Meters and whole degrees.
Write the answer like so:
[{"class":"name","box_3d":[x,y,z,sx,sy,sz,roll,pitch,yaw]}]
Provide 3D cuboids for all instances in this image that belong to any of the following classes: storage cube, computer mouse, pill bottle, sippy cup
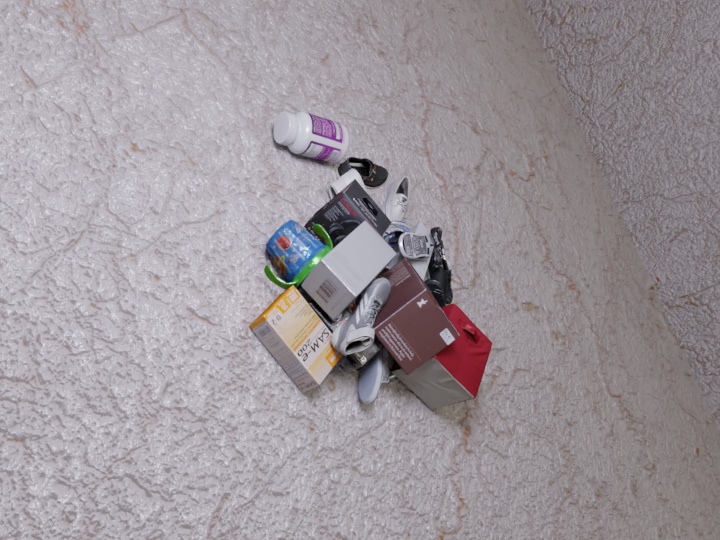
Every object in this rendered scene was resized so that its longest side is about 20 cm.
[{"class":"storage cube","box_3d":[0.216,0.229,1.588,0.171,0.198,0.182,43,50,-17]},{"class":"computer mouse","box_3d":[0.160,-0.068,1.652,0.197,0.043,0.113,0,81,-45]},{"class":"pill bottle","box_3d":[-0.137,-0.370,1.654,0.197,0.111,0.115,7,62,-41]},{"class":"sippy cup","box_3d":[-0.154,-0.044,1.450,0.131,0.140,0.178,46,17,2]}]

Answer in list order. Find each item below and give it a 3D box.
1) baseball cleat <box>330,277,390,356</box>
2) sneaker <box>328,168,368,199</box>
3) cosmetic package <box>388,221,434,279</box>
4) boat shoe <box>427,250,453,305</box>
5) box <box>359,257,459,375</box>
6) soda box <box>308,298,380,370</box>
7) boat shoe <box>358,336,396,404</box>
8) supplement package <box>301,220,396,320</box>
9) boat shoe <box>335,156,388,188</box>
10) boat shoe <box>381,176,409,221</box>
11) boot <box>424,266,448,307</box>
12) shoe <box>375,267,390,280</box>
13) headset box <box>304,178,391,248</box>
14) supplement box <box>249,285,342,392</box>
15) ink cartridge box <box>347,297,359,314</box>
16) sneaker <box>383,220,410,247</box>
[{"class":"baseball cleat","box_3d":[0.019,0.112,1.376,0.201,0.106,0.070,-52,128,-6]},{"class":"sneaker","box_3d":[-0.018,-0.169,1.695,0.115,0.073,0.203,-35,99,-31]},{"class":"cosmetic package","box_3d":[0.138,-0.030,1.722,0.081,0.112,0.202,40,48,-16]},{"class":"boat shoe","box_3d":[0.248,0.003,1.838,0.073,0.066,0.204,1,66,-42]},{"class":"box","box_3d":[0.114,0.109,1.500,0.167,0.163,0.201,52,6,-24]},{"class":"soda box","box_3d":[-0.043,0.140,1.449,0.070,0.063,0.201,-39,85,-21]},{"class":"boat shoe","box_3d":[0.048,0.253,1.513,0.085,0.074,0.205,36,38,-27]},{"class":"supplement package","box_3d":[-0.025,-0.003,1.424,0.117,0.117,0.200,44,45,2]},{"class":"boat shoe","box_3d":[0.018,-0.294,1.795,0.198,0.063,0.075,-2,65,-45]},{"class":"boat shoe","box_3d":[0.116,-0.205,1.832,0.071,0.065,0.203,36,47,-22]},{"class":"boot","box_3d":[0.214,0.055,1.701,0.164,0.071,0.201,-69,159,-43]},{"class":"shoe","box_3d":[0.000,0.000,1.555,0.197,0.053,0.072,2,88,-45]},{"class":"headset box","box_3d":[-0.028,-0.124,1.553,0.149,0.199,0.078,48,44,-11]},{"class":"supplement box","box_3d":[-0.142,0.156,1.379,0.201,0.073,0.126,51,44,-8]},{"class":"ink cartridge box","box_3d":[-0.041,0.096,1.539,0.093,0.037,0.205,1,69,-43]},{"class":"sneaker","box_3d":[0.057,-0.099,1.660,0.195,0.079,0.086,-3,29,-19]}]
